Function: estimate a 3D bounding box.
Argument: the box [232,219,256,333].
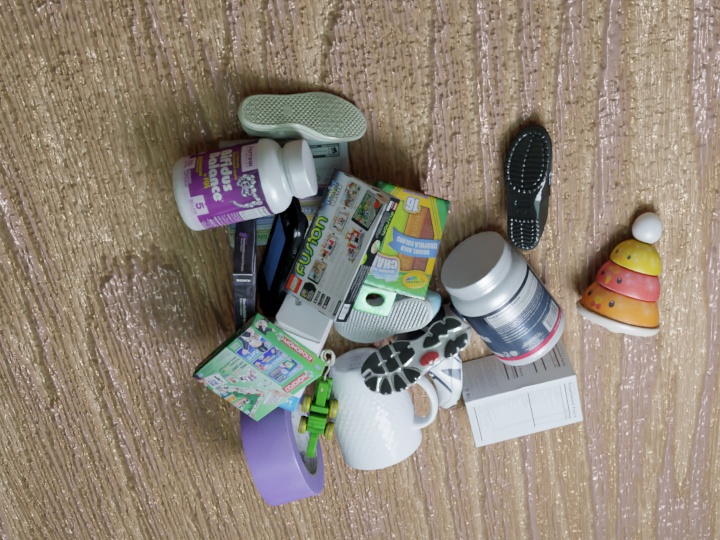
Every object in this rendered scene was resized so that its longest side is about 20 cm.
[{"bbox_3d":[-0.181,0.027,1.646,0.036,0.144,0.201,2,133,-5],"label":"box"}]

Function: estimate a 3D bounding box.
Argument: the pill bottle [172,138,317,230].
[{"bbox_3d":[-0.168,-0.132,1.548,0.198,0.113,0.113,-12,124,9],"label":"pill bottle"}]

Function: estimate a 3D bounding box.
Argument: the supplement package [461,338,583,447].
[{"bbox_3d":[0.283,0.217,1.865,0.198,0.110,0.115,-14,124,3],"label":"supplement package"}]

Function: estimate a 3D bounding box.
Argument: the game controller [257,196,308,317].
[{"bbox_3d":[-0.127,-0.025,1.632,0.042,0.105,0.201,0,130,-27],"label":"game controller"}]

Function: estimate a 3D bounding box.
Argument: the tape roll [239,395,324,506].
[{"bbox_3d":[-0.134,0.299,1.814,0.084,0.201,0.201,-16,124,8],"label":"tape roll"}]

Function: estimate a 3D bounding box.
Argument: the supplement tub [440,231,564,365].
[{"bbox_3d":[0.236,0.047,1.729,0.140,0.141,0.200,-33,121,15],"label":"supplement tub"}]

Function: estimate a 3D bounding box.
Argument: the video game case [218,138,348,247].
[{"bbox_3d":[-0.116,-0.126,1.646,0.197,0.022,0.184,-5,124,-4],"label":"video game case"}]

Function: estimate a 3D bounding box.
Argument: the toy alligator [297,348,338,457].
[{"bbox_3d":[-0.066,0.217,1.762,0.059,0.054,0.202,11,107,1],"label":"toy alligator"}]

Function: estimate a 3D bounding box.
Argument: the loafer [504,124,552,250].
[{"bbox_3d":[0.269,-0.137,1.664,0.072,0.071,0.202,13,114,21],"label":"loafer"}]

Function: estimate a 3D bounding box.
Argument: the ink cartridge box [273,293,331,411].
[{"bbox_3d":[-0.100,0.109,1.690,0.084,0.145,0.201,22,138,1],"label":"ink cartridge box"}]

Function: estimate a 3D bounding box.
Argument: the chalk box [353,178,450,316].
[{"bbox_3d":[0.042,-0.029,1.620,0.123,0.124,0.202,13,92,-15],"label":"chalk box"}]

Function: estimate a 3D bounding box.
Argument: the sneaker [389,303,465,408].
[{"bbox_3d":[0.112,0.152,1.821,0.128,0.080,0.201,-1,123,-5],"label":"sneaker"}]

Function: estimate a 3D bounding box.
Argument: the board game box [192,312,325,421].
[{"bbox_3d":[-0.162,0.155,1.633,0.134,0.029,0.200,37,136,-15],"label":"board game box"}]

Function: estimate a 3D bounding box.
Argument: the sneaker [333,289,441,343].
[{"bbox_3d":[0.049,0.074,1.761,0.198,0.082,0.075,-6,102,32],"label":"sneaker"}]

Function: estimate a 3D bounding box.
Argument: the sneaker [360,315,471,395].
[{"bbox_3d":[0.097,0.146,1.729,0.198,0.083,0.081,-25,78,6],"label":"sneaker"}]

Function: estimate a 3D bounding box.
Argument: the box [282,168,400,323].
[{"bbox_3d":[-0.030,-0.037,1.547,0.035,0.109,0.202,10,106,-60],"label":"box"}]

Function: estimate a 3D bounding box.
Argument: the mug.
[{"bbox_3d":[0.039,0.228,1.811,0.198,0.148,0.177,-8,112,23],"label":"mug"}]

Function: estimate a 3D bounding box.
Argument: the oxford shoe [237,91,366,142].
[{"bbox_3d":[-0.089,-0.226,1.565,0.198,0.076,0.058,1,165,-17],"label":"oxford shoe"}]

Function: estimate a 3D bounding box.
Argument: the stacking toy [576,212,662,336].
[{"bbox_3d":[0.455,-0.002,1.755,0.144,0.146,0.202,11,103,-14],"label":"stacking toy"}]
